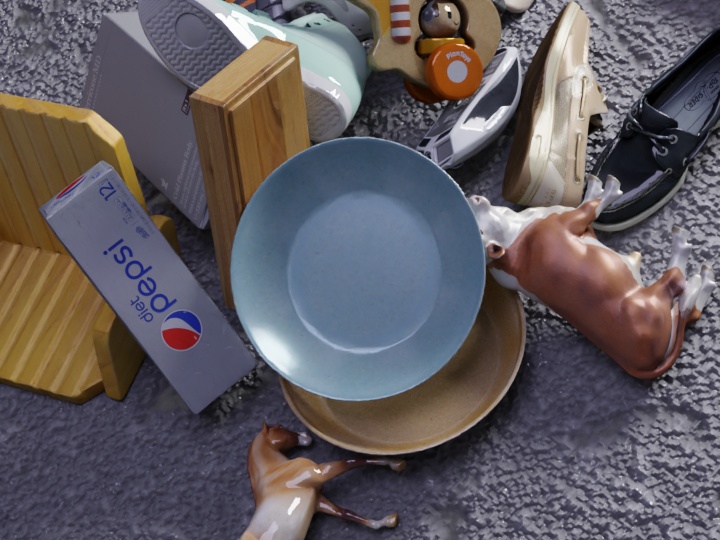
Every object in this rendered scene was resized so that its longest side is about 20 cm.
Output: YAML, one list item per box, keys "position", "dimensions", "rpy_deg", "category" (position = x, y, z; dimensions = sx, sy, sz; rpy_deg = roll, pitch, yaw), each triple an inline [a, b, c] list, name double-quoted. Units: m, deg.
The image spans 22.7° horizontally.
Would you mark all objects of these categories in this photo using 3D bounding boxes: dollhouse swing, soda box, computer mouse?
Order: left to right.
- position: [-0.278, -0.020, 1.494]
  dimensions: [0.199, 0.176, 0.183]
  rpy_deg: [13, 64, 25]
  category: "dollhouse swing"
- position: [-0.168, 0.013, 1.422]
  dimensions: [0.068, 0.200, 0.063]
  rpy_deg: [-38, 17, -6]
  category: "soda box"
- position: [0.082, -0.103, 1.484]
  dimensions: [0.200, 0.044, 0.110]
  rpy_deg: [-54, 16, -22]
  category: "computer mouse"

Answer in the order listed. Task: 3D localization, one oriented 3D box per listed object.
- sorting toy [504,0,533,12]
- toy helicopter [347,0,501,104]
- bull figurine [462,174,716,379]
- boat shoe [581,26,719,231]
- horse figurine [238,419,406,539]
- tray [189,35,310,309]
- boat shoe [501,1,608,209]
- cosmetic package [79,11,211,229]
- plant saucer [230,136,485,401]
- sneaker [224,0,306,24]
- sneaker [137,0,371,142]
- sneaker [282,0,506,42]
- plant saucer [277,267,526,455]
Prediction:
- position: [0.105, -0.334, 1.639]
  dimensions: [0.199, 0.037, 0.186]
  rpy_deg: [23, 69, 30]
  category: "sorting toy"
- position: [0.028, -0.230, 1.479]
  dimensions: [0.133, 0.199, 0.079]
  rpy_deg: [-65, 15, -4]
  category: "toy helicopter"
- position: [0.173, -0.006, 1.372]
  dimensions: [0.200, 0.065, 0.122]
  rpy_deg: [41, 83, 13]
  category: "bull figurine"
- position: [0.245, -0.118, 1.434]
  dimensions: [0.199, 0.066, 0.074]
  rpy_deg: [-41, 56, -8]
  category: "boat shoe"
- position: [-0.045, 0.203, 1.348]
  dimensions: [0.132, 0.050, 0.201]
  rpy_deg: [8, 59, 16]
  category: "horse figurine"
- position: [-0.079, -0.073, 1.426]
  dimensions: [0.037, 0.201, 0.099]
  rpy_deg: [18, 44, 29]
  category: "tray"
- position: [0.167, -0.131, 1.479]
  dimensions: [0.064, 0.071, 0.201]
  rpy_deg: [20, 61, -8]
  category: "boat shoe"
- position: [-0.151, -0.134, 1.550]
  dimensions: [0.090, 0.107, 0.200]
  rpy_deg: [-12, 40, -44]
  category: "cosmetic package"
- position: [0.000, 0.000, 1.383]
  dimensions: [0.199, 0.039, 0.203]
  rpy_deg: [-1, 86, 12]
  category: "plant saucer"
- position: [-0.100, -0.184, 1.605]
  dimensions: [0.111, 0.078, 0.201]
  rpy_deg: [-22, 57, 23]
  category: "sneaker"
- position: [-0.084, -0.190, 1.497]
  dimensions: [0.200, 0.074, 0.118]
  rpy_deg: [32, 36, -1]
  category: "sneaker"
- position: [0.026, -0.233, 1.563]
  dimensions: [0.199, 0.074, 0.089]
  rpy_deg: [16, 105, 6]
  category: "sneaker"
- position: [0.034, 0.064, 1.409]
  dimensions: [0.199, 0.036, 0.201]
  rpy_deg: [-8, 55, 11]
  category: "plant saucer"
